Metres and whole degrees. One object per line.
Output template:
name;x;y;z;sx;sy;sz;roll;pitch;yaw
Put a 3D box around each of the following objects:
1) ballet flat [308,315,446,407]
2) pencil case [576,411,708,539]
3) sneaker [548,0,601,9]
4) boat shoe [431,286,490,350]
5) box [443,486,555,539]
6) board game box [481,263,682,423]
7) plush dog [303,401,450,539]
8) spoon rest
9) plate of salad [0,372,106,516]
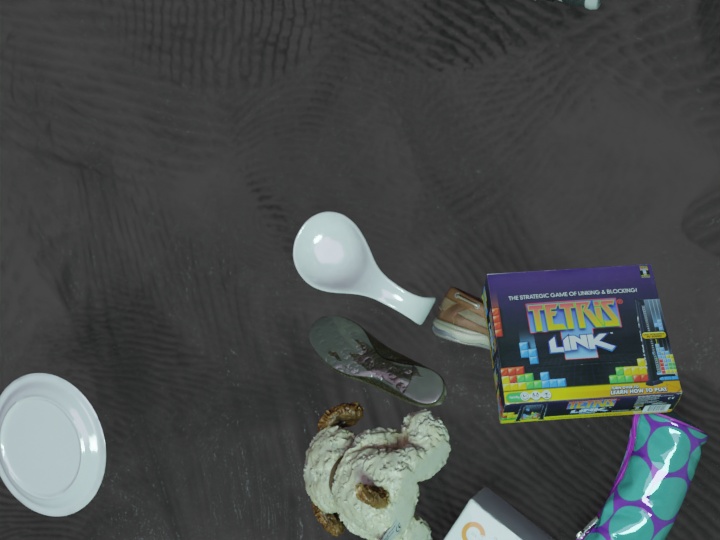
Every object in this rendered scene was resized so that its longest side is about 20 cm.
ballet flat;0.022;0.118;1.320;0.198;0.046;0.068;24;81;19
pencil case;0.323;0.257;1.199;0.091;0.085;0.203;23;95;1
sneaker;0.255;-0.424;1.244;0.110;0.073;0.203;14;94;15
boat shoe;0.184;0.068;1.254;0.197;0.076;0.073;15;91;15
box;0.136;0.384;1.246;0.124;0.097;0.202;35;99;15
board game box;0.247;0.081;1.179;0.196;0.057;0.168;-4;60;-2
plush dog;-0.003;0.259;1.281;0.170;0.159;0.204;10;90;43
spoon rest;0.000;0.000;1.318;0.198;0.061;0.100;31;97;15
plate of salad;-0.433;0.241;1.451;0.197;0.048;0.204;3;98;22
